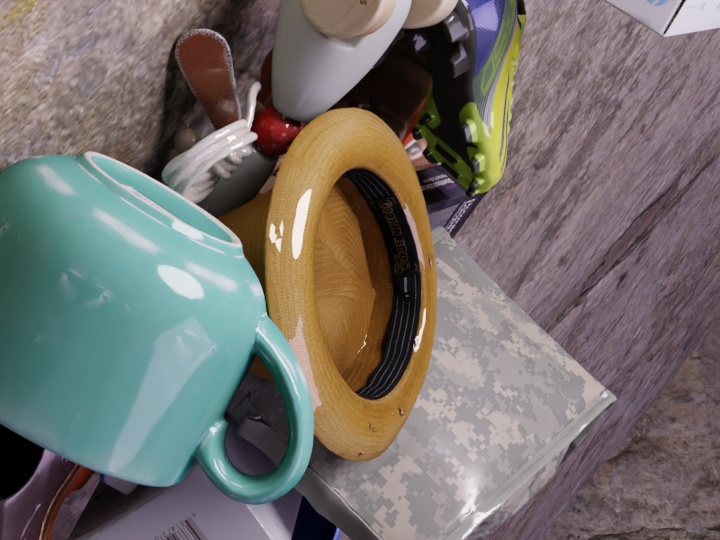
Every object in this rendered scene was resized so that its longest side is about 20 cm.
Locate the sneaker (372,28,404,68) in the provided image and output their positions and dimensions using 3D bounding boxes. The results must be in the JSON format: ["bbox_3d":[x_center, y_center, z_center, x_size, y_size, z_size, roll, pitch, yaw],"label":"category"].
[{"bbox_3d":[0.032,-0.172,1.083,0.200,0.075,0.116,-4,133,-57],"label":"sneaker"}]

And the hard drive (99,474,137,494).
[{"bbox_3d":[-0.095,0.038,1.093,0.132,0.025,0.200,-61,-179,21],"label":"hard drive"}]

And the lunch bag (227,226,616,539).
[{"bbox_3d":[0.029,0.095,1.092,0.200,0.164,0.118,-33,163,-44],"label":"lunch bag"}]

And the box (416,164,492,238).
[{"bbox_3d":[0.000,0.000,1.165,0.143,0.036,0.200,-54,164,23],"label":"box"}]

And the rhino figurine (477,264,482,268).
[{"bbox_3d":[0.048,0.057,1.359,0.087,0.060,0.200,-40,164,-27],"label":"rhino figurine"}]

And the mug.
[{"bbox_3d":[-0.109,0.020,0.862,0.185,0.152,0.115,27,97,-29],"label":"mug"}]

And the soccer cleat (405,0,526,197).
[{"bbox_3d":[0.072,-0.117,1.058,0.084,0.065,0.200,-43,152,-19],"label":"soccer cleat"}]

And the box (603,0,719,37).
[{"bbox_3d":[0.118,-0.201,1.014,0.041,0.200,0.156,-63,163,21],"label":"box"}]

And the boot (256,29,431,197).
[{"bbox_3d":[-0.003,-0.086,1.141,0.200,0.075,0.107,-45,166,-33],"label":"boot"}]

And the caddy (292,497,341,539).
[{"bbox_3d":[-0.101,0.197,1.298,0.200,0.141,0.105,-49,168,-20],"label":"caddy"}]

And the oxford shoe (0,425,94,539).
[{"bbox_3d":[-0.214,0.142,1.021,0.200,0.071,0.073,-64,154,2],"label":"oxford shoe"}]

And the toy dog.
[{"bbox_3d":[-0.045,-0.124,0.959,0.200,0.096,0.132,-41,167,5],"label":"toy dog"}]

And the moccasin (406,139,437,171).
[{"bbox_3d":[0.017,-0.033,1.297,0.078,0.074,0.201,-35,162,-15],"label":"moccasin"}]

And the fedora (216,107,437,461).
[{"bbox_3d":[-0.026,0.008,0.979,0.201,0.082,0.201,0,90,-64],"label":"fedora"}]

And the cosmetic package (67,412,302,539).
[{"bbox_3d":[-0.099,0.134,1.114,0.113,0.081,0.200,-33,-168,10],"label":"cosmetic package"}]
